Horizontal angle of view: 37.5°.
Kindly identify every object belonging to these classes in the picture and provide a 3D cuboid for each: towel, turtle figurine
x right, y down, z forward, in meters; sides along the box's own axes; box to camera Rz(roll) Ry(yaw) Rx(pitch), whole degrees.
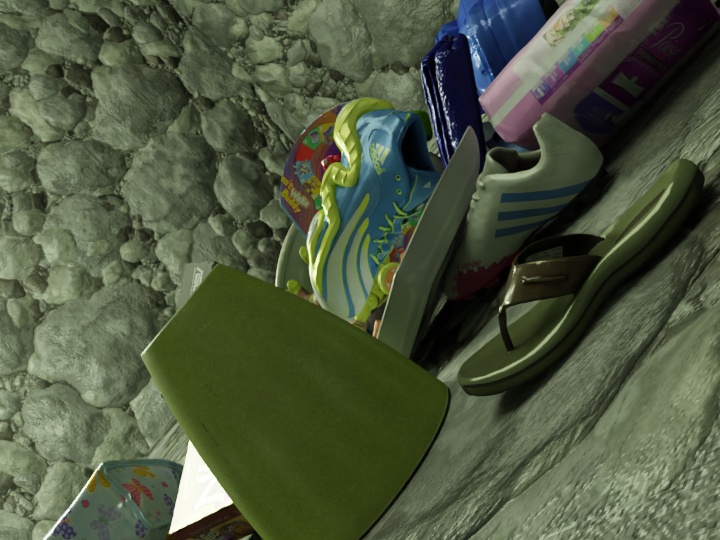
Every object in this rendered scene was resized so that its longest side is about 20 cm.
[{"bbox_3d":[0.101,-0.134,1.084,0.049,0.204,0.148,-9,16,9],"label":"towel"},{"bbox_3d":[0.000,0.000,1.053,0.160,0.064,0.204,1,75,50],"label":"turtle figurine"}]

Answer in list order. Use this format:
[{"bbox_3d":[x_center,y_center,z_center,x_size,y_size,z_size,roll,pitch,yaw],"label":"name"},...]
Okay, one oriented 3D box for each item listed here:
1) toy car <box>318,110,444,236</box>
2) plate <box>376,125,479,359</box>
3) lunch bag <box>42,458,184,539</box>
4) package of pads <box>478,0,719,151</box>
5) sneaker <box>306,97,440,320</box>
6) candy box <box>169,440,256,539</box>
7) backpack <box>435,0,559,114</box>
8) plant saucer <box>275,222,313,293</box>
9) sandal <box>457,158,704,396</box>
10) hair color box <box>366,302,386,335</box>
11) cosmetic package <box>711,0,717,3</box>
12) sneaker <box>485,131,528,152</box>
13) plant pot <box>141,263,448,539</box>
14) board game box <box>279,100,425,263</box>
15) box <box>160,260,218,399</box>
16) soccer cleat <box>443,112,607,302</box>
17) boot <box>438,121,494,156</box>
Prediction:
[{"bbox_3d":[0.055,-0.078,1.234,0.155,0.167,0.199,-15,-4,20],"label":"toy car"},{"bbox_3d":[0.062,0.001,0.974,0.201,0.032,0.201,101,-167,-50],"label":"plate"},{"bbox_3d":[-0.270,0.320,1.263,0.170,0.127,0.200,-49,-19,7],"label":"lunch bag"},{"bbox_3d":[0.208,-0.181,0.911,0.200,0.076,0.120,-46,-31,22],"label":"package of pads"},{"bbox_3d":[0.013,-0.053,0.940,0.104,0.075,0.204,8,95,47],"label":"sneaker"},{"bbox_3d":[-0.123,0.169,1.073,0.116,0.056,0.202,-31,38,40],"label":"candy box"},{"bbox_3d":[0.182,-0.263,1.309,0.166,0.164,0.201,-30,21,11],"label":"backpack"},{"bbox_3d":[-0.037,0.017,1.377,0.049,0.202,0.201,5,39,28],"label":"plant saucer"},{"bbox_3d":[0.130,-0.001,0.673,0.201,0.057,0.080,-48,6,13],"label":"sandal"},{"bbox_3d":[-0.043,0.119,1.146,0.200,0.060,0.100,-48,9,18],"label":"hair color box"},{"bbox_3d":[0.267,-0.222,1.031,0.200,0.051,0.083,-47,5,26],"label":"cosmetic package"},{"bbox_3d":[0.177,-0.140,1.099,0.078,0.070,0.200,-47,8,12],"label":"sneaker"},{"bbox_3d":[-0.065,0.095,0.817,0.188,0.200,0.187,-48,7,8],"label":"plant pot"},{"bbox_3d":[-0.006,-0.081,1.127,0.158,0.201,0.039,-43,-15,15],"label":"board game box"},{"bbox_3d":[-0.152,0.105,1.247,0.044,0.200,0.163,-4,62,23],"label":"box"},{"bbox_3d":[0.122,-0.055,0.908,0.200,0.086,0.070,-45,7,37],"label":"soccer cleat"},{"bbox_3d":[0.114,-0.114,1.378,0.200,0.074,0.096,-44,2,7],"label":"boot"}]
